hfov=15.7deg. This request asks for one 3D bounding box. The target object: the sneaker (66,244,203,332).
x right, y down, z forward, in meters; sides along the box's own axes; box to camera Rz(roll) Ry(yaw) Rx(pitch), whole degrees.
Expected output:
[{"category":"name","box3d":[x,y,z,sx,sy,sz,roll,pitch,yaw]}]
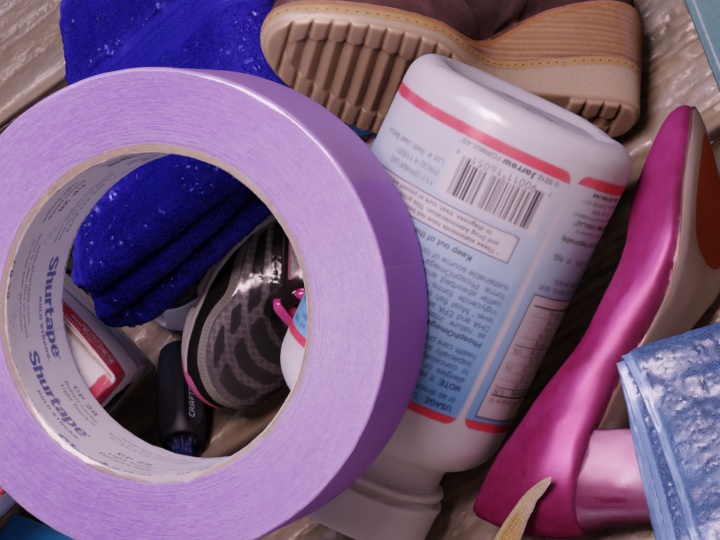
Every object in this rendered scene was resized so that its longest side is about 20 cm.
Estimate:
[{"category":"sneaker","box3d":[-0.145,-0.030,1.364,0.200,0.091,0.067,19,65,45]}]

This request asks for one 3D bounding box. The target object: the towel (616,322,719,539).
[{"category":"towel","box3d":[0.171,0.105,1.007,0.111,0.049,0.201,-17,56,11]}]

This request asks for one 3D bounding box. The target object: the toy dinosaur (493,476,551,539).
[{"category":"toy dinosaur","box3d":[0.026,0.182,1.102,0.101,0.058,0.201,9,73,28]}]

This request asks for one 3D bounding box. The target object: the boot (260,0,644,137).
[{"category":"boot","box3d":[0.038,-0.143,1.240,0.072,0.199,0.167,124,146,-45]}]

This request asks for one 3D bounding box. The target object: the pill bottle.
[{"category":"pill bottle","box3d":[0.031,0.016,1.146,0.109,0.108,0.201,36,104,48]}]

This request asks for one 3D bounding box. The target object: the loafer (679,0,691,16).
[{"category":"loafer","box3d":[0.178,-0.188,1.248,0.070,0.075,0.201,-25,42,43]}]

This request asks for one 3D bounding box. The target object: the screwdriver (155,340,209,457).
[{"category":"screwdriver","box3d":[-0.086,0.113,1.250,0.028,0.029,0.201,-26,41,22]}]

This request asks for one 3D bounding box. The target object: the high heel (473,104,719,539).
[{"category":"high heel","box3d":[0.103,0.019,1.138,0.096,0.067,0.201,-2,61,26]}]

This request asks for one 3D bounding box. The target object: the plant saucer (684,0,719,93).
[{"category":"plant saucer","box3d":[0.165,-0.149,1.156,0.070,0.201,0.019,-20,4,30]}]

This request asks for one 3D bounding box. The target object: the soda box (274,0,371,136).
[{"category":"soda box","box3d":[-0.052,-0.096,1.319,0.200,0.064,0.068,-13,33,49]}]

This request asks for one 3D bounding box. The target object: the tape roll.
[{"category":"tape roll","box3d":[-0.075,0.016,1.087,0.199,0.066,0.201,1,93,17]}]

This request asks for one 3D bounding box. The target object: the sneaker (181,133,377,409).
[{"category":"sneaker","box3d":[0.000,0.000,1.236,0.200,0.074,0.087,-40,36,0]}]

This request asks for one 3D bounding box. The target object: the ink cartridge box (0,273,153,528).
[{"category":"ink cartridge box","box3d":[-0.182,0.070,1.245,0.148,0.086,0.200,-46,-2,1]}]

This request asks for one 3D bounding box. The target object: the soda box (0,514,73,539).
[{"category":"soda box","box3d":[-0.172,0.220,1.205,0.068,0.064,0.201,13,68,44]}]

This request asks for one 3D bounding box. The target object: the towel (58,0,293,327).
[{"category":"towel","box3d":[-0.094,-0.088,1.253,0.148,0.049,0.201,-42,43,33]}]
